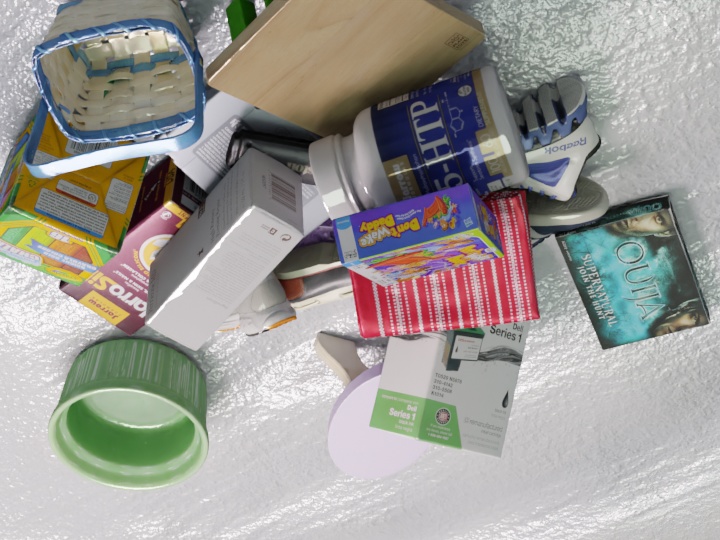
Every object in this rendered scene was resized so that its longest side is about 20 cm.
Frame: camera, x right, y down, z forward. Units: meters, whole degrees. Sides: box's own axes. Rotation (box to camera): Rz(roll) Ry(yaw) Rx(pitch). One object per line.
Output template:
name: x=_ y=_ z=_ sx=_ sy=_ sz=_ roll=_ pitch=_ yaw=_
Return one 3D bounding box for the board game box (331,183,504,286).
board game box: x=0.061 y=-0.031 z=1.469 sx=0.134 sy=0.045 sz=0.200 roll=-15 pitch=171 yaw=11

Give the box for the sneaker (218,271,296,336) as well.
sneaker: x=-0.134 y=0.018 z=1.698 sx=0.075 sy=0.200 sz=0.092 roll=-20 pitch=99 yaw=-25

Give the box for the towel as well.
towel: x=0.084 y=-0.005 z=1.588 sx=0.199 sy=0.022 sz=0.145 roll=-6 pitch=103 yaw=9

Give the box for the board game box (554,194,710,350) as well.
board game box: x=0.317 y=0.005 z=1.731 sx=0.135 sy=0.028 sz=0.200 roll=-15 pitch=132 yaw=17

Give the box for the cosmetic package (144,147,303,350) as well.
cosmetic package: x=-0.143 y=-0.021 z=1.555 sx=0.074 sy=0.102 sz=0.200 roll=30 pitch=122 yaw=-26

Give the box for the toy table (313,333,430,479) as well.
toy table: x=0.028 y=0.147 z=1.818 sx=0.183 sy=0.117 sz=0.200 roll=24 pitch=130 yaw=-20

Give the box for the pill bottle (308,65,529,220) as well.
pill bottle: x=0.057 y=-0.116 z=1.483 sx=0.199 sy=0.120 sz=0.120 roll=-19 pitch=132 yaw=10

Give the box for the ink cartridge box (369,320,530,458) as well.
ink cartridge box: x=0.106 y=0.097 z=1.685 sx=0.146 sy=0.201 sz=0.084 roll=17 pitch=174 yaw=-41

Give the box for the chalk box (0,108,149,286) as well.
chalk box: x=-0.322 y=-0.069 z=1.589 sx=0.124 sy=0.125 sz=0.200 roll=22 pitch=157 yaw=-19

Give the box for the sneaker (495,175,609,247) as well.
sneaker: x=0.183 y=-0.048 z=1.655 sx=0.199 sy=0.075 sz=0.085 roll=-7 pitch=133 yaw=23

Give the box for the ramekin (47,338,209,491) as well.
ramekin: x=-0.285 y=0.177 z=1.872 sx=0.199 sy=0.098 sz=0.201 roll=1 pitch=135 yaw=1

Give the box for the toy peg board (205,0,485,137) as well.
toy peg board: x=-0.021 y=-0.242 z=1.471 sx=0.199 sy=0.098 sz=0.200 roll=20 pitch=135 yaw=-39

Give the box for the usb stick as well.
usb stick: x=-0.041 y=-0.111 z=1.570 sx=0.199 sy=0.033 sz=0.056 roll=9 pitch=142 yaw=-13

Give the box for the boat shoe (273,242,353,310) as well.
boat shoe: x=0.000 y=0.000 z=1.662 sx=0.199 sy=0.071 sz=0.063 roll=-11 pitch=120 yaw=18

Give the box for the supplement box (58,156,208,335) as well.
supplement box: x=-0.232 y=-0.028 z=1.676 sx=0.110 sy=0.086 sz=0.200 roll=36 pitch=126 yaw=-29

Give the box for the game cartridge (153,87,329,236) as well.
game cartridge: x=-0.106 y=-0.118 z=1.601 sx=0.133 sy=0.041 sz=0.200 roll=-34 pitch=122 yaw=20

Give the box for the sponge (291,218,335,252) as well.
sponge: x=-0.020 y=-0.018 z=1.719 sx=0.199 sy=0.030 sz=0.112 roll=3 pitch=134 yaw=-1

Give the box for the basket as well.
basket: x=-0.229 y=-0.178 z=1.445 sx=0.175 sy=0.201 sz=0.139 roll=-8 pitch=134 yaw=11

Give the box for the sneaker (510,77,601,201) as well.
sneaker: x=0.172 y=-0.110 z=1.585 sx=0.199 sy=0.081 sz=0.115 roll=-25 pitch=127 yaw=22
